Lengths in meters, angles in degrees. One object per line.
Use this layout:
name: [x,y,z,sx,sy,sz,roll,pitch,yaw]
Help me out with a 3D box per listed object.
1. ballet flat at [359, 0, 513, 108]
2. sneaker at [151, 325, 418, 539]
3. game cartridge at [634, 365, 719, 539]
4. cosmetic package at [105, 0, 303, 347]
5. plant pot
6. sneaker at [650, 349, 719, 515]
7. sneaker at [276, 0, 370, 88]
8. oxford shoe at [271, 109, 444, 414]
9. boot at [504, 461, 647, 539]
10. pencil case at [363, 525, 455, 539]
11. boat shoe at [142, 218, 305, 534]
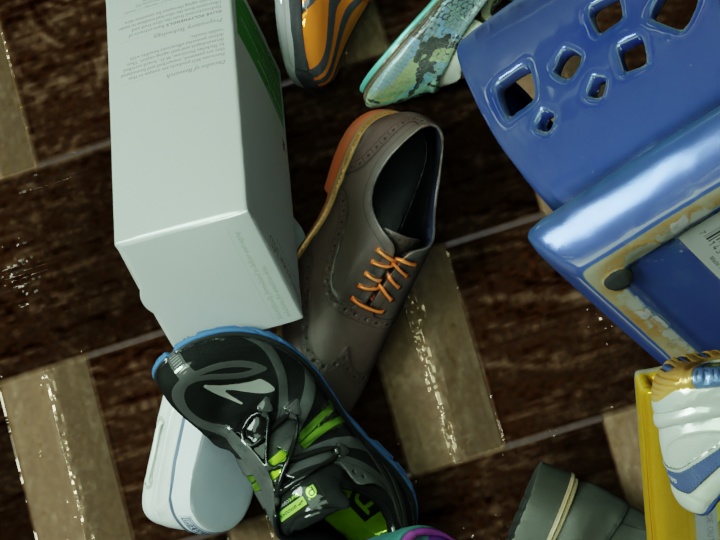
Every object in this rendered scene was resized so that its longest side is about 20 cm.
ballet flat: [0.083,-0.163,1.773,0.074,0.074,0.200,39,93,14]
sneaker: [-0.037,0.105,1.707,0.071,0.083,0.200,-38,114,18]
game cartridge: [0.245,0.133,1.640,0.175,0.032,0.201,-10,116,-3]
cosmetic package: [-0.093,-0.067,1.735,0.084,0.108,0.201,-15,50,9]
plant pot: [0.192,-0.064,1.622,0.199,0.200,0.181,-31,44,20]
sneaker: [0.254,0.081,1.553,0.198,0.075,0.089,-6,97,7]
sneaker: [0.016,-0.204,1.779,0.111,0.078,0.201,8,84,14]
oxford shoe: [0.000,0.000,1.753,0.071,0.072,0.201,16,85,-24]
boot: [0.131,0.229,1.710,0.138,0.077,0.201,20,97,1]
pencil case: [-0.026,0.213,1.698,0.199,0.085,0.093,-21,105,35]
boat shoe: [-0.088,0.058,1.777,0.065,0.073,0.201,0,65,45]
